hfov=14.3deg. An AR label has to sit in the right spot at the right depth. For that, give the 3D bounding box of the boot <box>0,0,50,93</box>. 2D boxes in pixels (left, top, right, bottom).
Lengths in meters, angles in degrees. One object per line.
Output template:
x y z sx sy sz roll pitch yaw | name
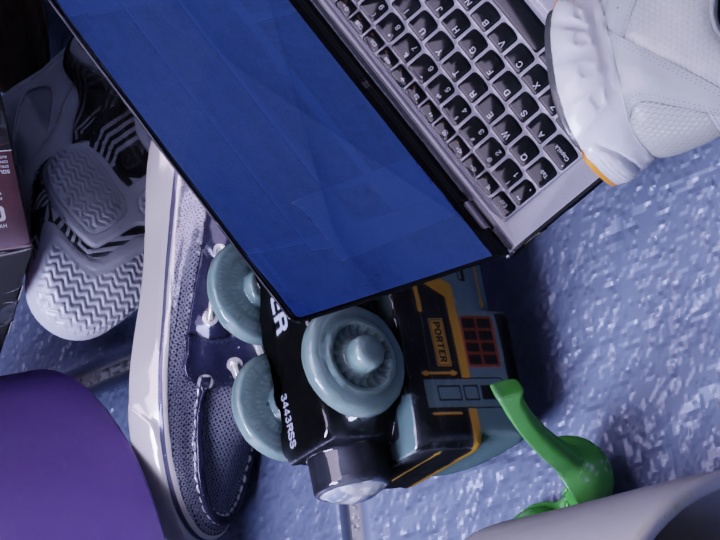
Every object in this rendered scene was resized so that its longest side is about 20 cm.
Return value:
-0.201 -0.201 1.416 0.064 0.200 0.187 -18 66 -4 | boot

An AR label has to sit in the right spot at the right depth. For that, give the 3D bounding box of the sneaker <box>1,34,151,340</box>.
-0.140 -0.034 1.372 0.115 0.075 0.201 -35 35 41 | sneaker

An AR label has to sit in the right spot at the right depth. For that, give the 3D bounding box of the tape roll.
-0.168 0.150 1.328 0.200 0.085 0.201 23 118 53 | tape roll

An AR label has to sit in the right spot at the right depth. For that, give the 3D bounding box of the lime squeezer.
0.067 0.107 1.167 0.038 0.071 0.200 44 143 24 | lime squeezer

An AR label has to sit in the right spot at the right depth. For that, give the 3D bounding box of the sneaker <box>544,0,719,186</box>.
0.116 -0.133 1.096 0.092 0.076 0.201 -15 69 19 | sneaker

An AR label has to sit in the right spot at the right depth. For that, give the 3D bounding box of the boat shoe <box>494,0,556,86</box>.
0.082 -0.165 1.212 0.072 0.059 0.201 -5 77 44 | boat shoe

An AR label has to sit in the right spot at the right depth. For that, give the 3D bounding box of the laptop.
0.013 -0.102 1.127 0.200 0.116 0.187 -39 72 5 | laptop

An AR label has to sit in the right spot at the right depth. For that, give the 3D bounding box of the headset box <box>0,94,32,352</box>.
-0.206 -0.048 1.307 0.149 0.075 0.201 121 138 -64 | headset box

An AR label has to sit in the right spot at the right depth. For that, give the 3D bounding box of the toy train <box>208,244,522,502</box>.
0.000 0.000 1.203 0.085 0.114 0.201 -36 60 49 | toy train

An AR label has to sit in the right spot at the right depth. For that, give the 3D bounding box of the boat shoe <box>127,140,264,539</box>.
-0.047 0.026 1.294 0.092 0.075 0.201 1 92 28 | boat shoe

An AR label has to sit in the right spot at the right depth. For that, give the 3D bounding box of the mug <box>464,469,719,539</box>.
0.081 0.150 1.068 0.153 0.186 0.150 -7 83 52 | mug
